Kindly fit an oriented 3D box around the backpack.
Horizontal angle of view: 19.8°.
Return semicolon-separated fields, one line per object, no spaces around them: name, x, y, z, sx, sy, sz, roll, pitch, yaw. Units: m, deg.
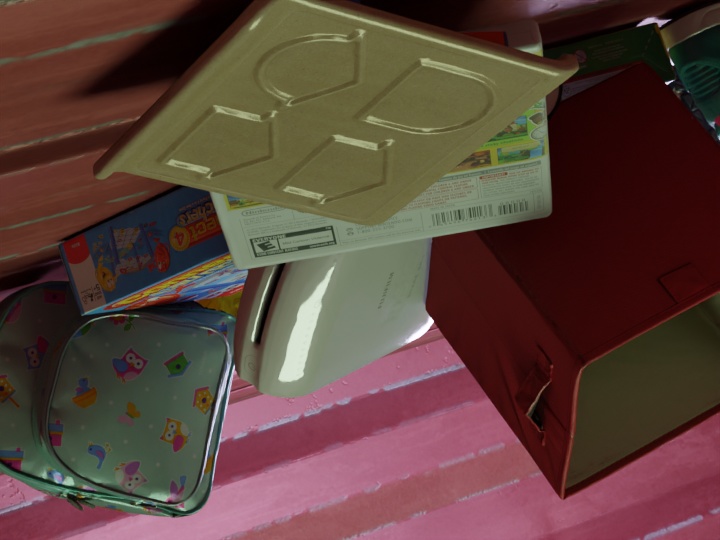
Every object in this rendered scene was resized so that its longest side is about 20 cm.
backpack;-0.201;0.094;1.589;0.199;0.177;0.153;13;179;-11

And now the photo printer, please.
photo printer;-0.004;-0.007;1.397;0.200;0.069;0.167;-23;140;-52

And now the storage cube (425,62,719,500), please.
storage cube;0.159;0.006;1.360;0.199;0.180;0.171;-26;149;-16

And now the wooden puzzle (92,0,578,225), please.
wooden puzzle;-0.016;-0.090;1.074;0.199;0.047;0.185;7;153;-33

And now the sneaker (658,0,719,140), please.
sneaker;0.309;-0.139;1.452;0.199;0.121;0.084;-16;174;-30

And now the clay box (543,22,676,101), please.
clay box;0.126;-0.112;1.472;0.114;0.048;0.200;-16;172;-23

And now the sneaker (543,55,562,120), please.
sneaker;0.054;-0.101;1.254;0.199;0.074;0.080;-15;170;-36

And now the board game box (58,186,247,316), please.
board game box;-0.082;-0.032;1.512;0.199;0.056;0.196;-23;173;29

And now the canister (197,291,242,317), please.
canister;-0.072;0.023;1.880;0.148;0.087;0.200;-17;175;-13

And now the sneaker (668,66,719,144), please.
sneaker;0.210;-0.116;1.646;0.199;0.078;0.085;-10;-178;-9

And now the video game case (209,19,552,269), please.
video game case;0.009;-0.069;1.191;0.199;0.023;0.182;-9;150;2
